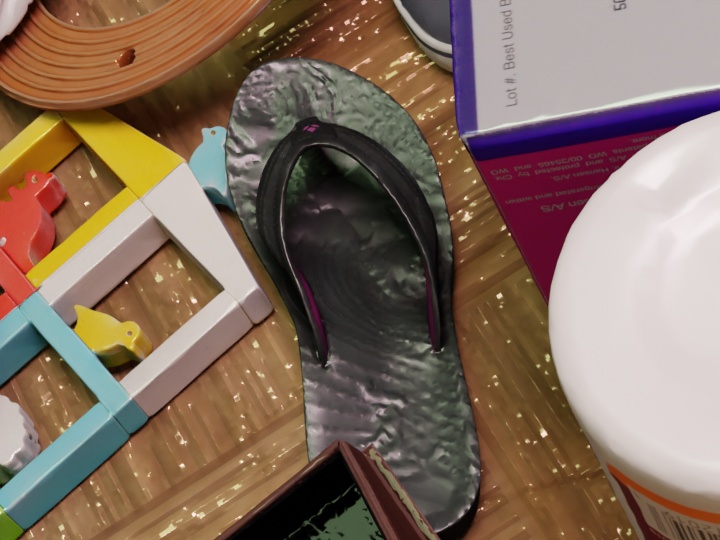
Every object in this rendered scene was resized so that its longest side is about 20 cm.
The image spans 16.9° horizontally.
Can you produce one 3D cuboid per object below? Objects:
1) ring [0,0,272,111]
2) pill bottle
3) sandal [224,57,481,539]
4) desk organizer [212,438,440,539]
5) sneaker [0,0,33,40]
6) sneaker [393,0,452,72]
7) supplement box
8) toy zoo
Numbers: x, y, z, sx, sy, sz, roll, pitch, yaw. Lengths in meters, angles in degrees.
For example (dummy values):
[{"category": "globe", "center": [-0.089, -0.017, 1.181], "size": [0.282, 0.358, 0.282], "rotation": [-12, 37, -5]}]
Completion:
[{"category": "ring", "center": [-0.076, -0.147, 0.958], "size": [0.200, 0.019, 0.201], "rotation": [-21, 51, 27]}, {"category": "pill bottle", "center": [0.129, 0.050, 0.688], "size": [0.114, 0.200, 0.115], "rotation": [-9, 60, 15]}, {"category": "sandal", "center": [0.001, 0.000, 0.846], "size": [0.075, 0.048, 0.201], "rotation": [-14, 60, -4]}, {"category": "desk organizer", "center": [-0.065, 0.136, 0.765], "size": [0.200, 0.077, 0.072], "rotation": [-38, 67, 4]}, {"category": "sneaker", "center": [-0.146, -0.184, 0.953], "size": [0.078, 0.099, 0.201], "rotation": [7, 67, 45]}, {"category": "sneaker", "center": [0.040, -0.175, 0.924], "size": [0.078, 0.079, 0.201], "rotation": [-7, 61, 16]}, {"category": "supplement box", "center": [0.101, -0.038, 0.750], "size": [0.103, 0.200, 0.102], "rotation": [-9, 60, 14]}, {"category": "toy zoo", "center": [-0.123, 0.017, 0.907], "size": [0.200, 0.020, 0.131], "rotation": [-42, 56, -6]}]
